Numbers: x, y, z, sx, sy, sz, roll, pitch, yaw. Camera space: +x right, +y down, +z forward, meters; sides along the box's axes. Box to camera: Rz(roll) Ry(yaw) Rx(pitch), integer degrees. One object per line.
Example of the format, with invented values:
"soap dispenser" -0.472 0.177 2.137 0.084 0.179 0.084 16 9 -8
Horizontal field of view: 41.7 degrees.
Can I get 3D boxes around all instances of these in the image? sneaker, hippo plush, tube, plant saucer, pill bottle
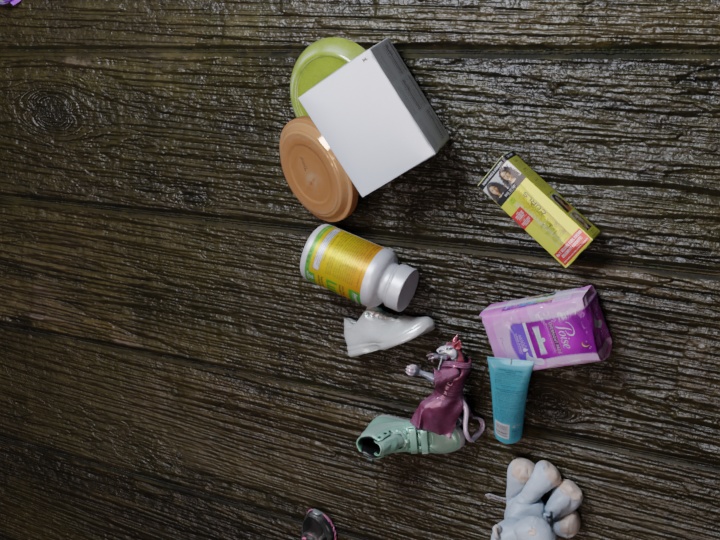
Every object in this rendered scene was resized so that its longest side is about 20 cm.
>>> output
"sneaker" 0.091 0.328 1.782 0.200 0.118 0.074 0 106 29
"hippo plush" 0.286 0.436 1.681 0.199 0.161 0.160 -12 102 33
"tube" 0.258 0.222 1.641 0.077 0.051 0.201 1 134 8
"plant saucer" -0.048 -0.311 1.679 0.199 0.031 0.201 11 113 27
"sneaker" 0.044 0.101 1.758 0.199 0.075 0.089 -18 87 35
"plant saucer" -0.082 -0.179 1.703 0.200 0.032 0.201 33 138 35
"pill bottle" 0.000 0.000 1.717 0.199 0.111 0.111 23 118 21
"sneaker" -0.109 0.607 2.018 0.079 0.095 0.201 17 114 26

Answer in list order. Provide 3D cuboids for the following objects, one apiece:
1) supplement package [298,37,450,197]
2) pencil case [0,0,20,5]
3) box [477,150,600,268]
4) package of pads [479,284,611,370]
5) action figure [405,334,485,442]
"supplement package" 0.024 -0.255 1.581 0.155 0.111 0.200 -29 100 27
"pencil case" -0.790 -0.644 1.962 0.200 0.084 0.086 48 159 9
"box" 0.291 -0.101 1.546 0.200 0.050 0.075 45 123 8
"package of pads" 0.311 0.104 1.595 0.199 0.076 0.121 -13 105 33
"action figure" 0.160 0.210 1.688 0.149 0.134 0.201 25 122 19
